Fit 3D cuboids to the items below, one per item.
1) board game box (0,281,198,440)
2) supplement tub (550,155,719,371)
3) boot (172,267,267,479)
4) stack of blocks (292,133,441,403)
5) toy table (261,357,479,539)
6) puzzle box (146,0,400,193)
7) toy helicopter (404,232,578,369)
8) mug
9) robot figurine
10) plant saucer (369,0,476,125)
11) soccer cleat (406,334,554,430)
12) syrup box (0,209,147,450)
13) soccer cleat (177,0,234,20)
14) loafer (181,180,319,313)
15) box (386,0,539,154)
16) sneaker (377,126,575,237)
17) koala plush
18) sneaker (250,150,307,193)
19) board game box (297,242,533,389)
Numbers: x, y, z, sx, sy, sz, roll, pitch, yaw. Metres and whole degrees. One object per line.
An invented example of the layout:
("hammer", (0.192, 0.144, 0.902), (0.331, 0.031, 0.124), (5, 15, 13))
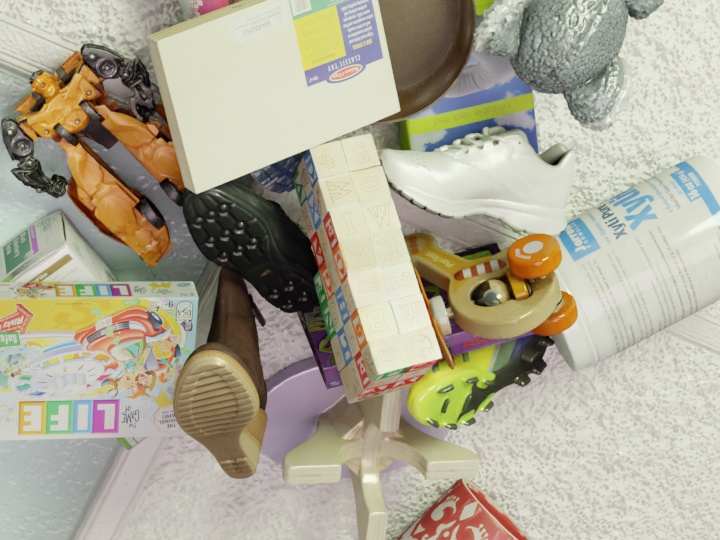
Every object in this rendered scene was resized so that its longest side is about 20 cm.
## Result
("board game box", (-0.242, 0.077, 1.585), (0.198, 0.034, 0.136), (-1, 115, -14))
("supplement tub", (0.256, -0.007, 1.713), (0.199, 0.132, 0.133), (-27, 119, -2))
("boot", (-0.120, 0.067, 1.595), (0.072, 0.168, 0.201), (-6, 148, 2))
("stack of blocks", (0.000, 0.000, 1.579), (0.058, 0.115, 0.202), (-13, 78, -16))
("toy table", (0.004, 0.160, 1.734), (0.198, 0.117, 0.185), (-11, 117, -11))
("puzzle box", (-0.067, -0.159, 1.512), (0.199, 0.025, 0.134), (-23, 116, -22))
("toy helicopter", (0.087, 0.015, 1.640), (0.132, 0.200, 0.079), (-35, 125, -22))
("mug", (0.072, 0.311, 1.839), (0.133, 0.177, 0.200), (43, 95, 9))
("robot figurine", (-0.211, -0.102, 1.586), (0.145, 0.058, 0.200), (-41, 119, 6))
("plant saucer", (0.002, -0.221, 1.565), (0.198, 0.032, 0.202), (6, 118, 11))
("soccer cleat", (0.096, 0.086, 1.700), (0.200, 0.083, 0.065), (-25, 140, -46))
("syrup box", (-0.235, 0.052, 1.640), (0.081, 0.079, 0.200), (-35, 118, 4))
("soccer cleat", (-0.154, -0.269, 1.525), (0.086, 0.070, 0.201), (-10, 116, 8))
("loafer", (-0.095, -0.033, 1.613), (0.068, 0.071, 0.201), (-24, 144, 17))
("box", (0.089, -0.166, 1.641), (0.121, 0.048, 0.201), (-13, 116, -8))
("sneaker", (0.100, -0.088, 1.622), (0.199, 0.074, 0.088), (8, 108, -30))
("koala plush", (0.184, -0.232, 1.528), (0.177, 0.183, 0.201), (36, 79, -24))
("sneaker", (-0.101, -0.139, 1.591), (0.077, 0.085, 0.200), (-46, 140, 5))
("board game box", (0.049, 0.039, 1.686), (0.198, 0.120, 0.033), (-14, 122, -7))
